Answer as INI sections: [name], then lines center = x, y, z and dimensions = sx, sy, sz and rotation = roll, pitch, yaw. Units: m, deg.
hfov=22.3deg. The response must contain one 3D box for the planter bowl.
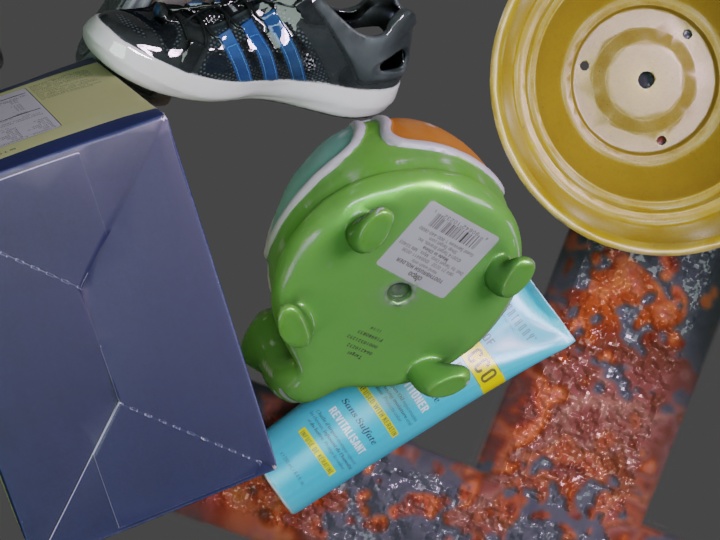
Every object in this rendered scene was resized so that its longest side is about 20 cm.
[planter bowl]
center = 0.172, -0.112, 1.060
dimensions = 0.200, 0.083, 0.201
rotation = 0, 96, -1

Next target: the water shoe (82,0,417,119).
[water shoe]
center = -0.061, -0.140, 1.028
dimensions = 0.200, 0.072, 0.079
rotation = 3, 120, -35

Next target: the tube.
[tube]
center = 0.027, 0.069, 1.096
dimensions = 0.200, 0.050, 0.078
rotation = -36, 99, -3

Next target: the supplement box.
[supplement box]
center = -0.158, 0.012, 0.975
dimensions = 0.134, 0.200, 0.201
rotation = -20, 110, -13

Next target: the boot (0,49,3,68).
[boot]
center = -0.252, -0.075, 1.065
dimensions = 0.138, 0.077, 0.200
rotation = -26, 96, -3

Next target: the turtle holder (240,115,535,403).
[turtle holder]
center = 0.011, -0.002, 1.044
dimensions = 0.141, 0.132, 0.186
rotation = 1, 129, -13

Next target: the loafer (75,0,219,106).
[loafer]
center = -0.087, -0.187, 1.066
dimensions = 0.063, 0.072, 0.200
rotation = 34, 101, -23
